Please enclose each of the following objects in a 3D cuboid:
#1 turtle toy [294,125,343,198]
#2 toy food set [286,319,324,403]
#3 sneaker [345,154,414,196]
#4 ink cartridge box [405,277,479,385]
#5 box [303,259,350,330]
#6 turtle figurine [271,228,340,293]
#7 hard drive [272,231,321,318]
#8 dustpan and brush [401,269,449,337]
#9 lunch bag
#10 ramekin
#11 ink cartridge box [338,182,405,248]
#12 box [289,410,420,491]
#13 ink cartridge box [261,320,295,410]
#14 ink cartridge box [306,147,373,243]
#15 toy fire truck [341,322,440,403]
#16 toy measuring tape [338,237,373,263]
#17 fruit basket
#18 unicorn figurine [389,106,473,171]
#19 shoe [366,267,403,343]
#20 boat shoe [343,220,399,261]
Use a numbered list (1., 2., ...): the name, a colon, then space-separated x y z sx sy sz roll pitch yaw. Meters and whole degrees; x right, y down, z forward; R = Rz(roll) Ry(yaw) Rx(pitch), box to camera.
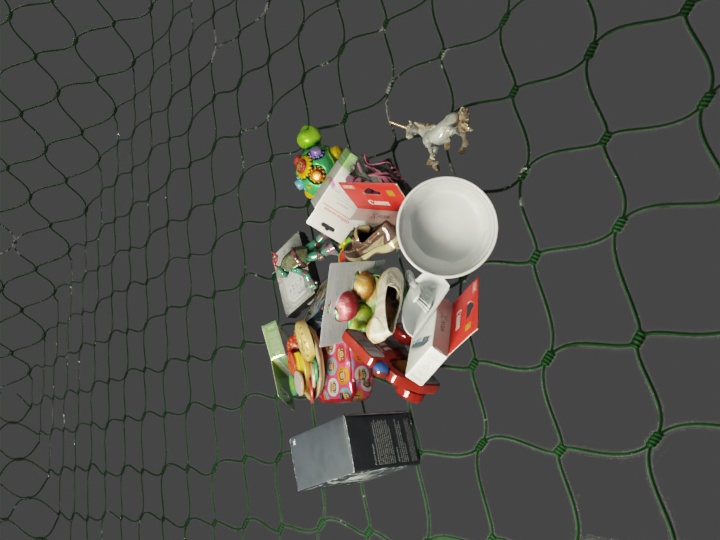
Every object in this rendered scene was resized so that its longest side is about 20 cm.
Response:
1. turtle toy: -0.123 -0.290 1.793 0.145 0.101 0.201 -18 69 46
2. toy food set: -0.136 0.222 1.625 0.200 0.048 0.199 154 107 -66
3. sneaker: 0.066 -0.208 1.534 0.199 0.079 0.096 23 91 14
4. ink cartridge box: 0.165 0.109 1.340 0.176 0.045 0.200 -52 9 28
5. box: -0.078 0.066 1.624 0.137 0.038 0.200 -66 10 -23
6. turtle figurine: -0.149 -0.021 1.740 0.199 0.101 0.150 -34 58 11
7. hard drive: -0.176 0.012 1.846 0.140 0.038 0.201 -39 54 37
8. dustpan and brush: 0.125 0.044 1.450 0.140 0.057 0.200 -56 8 15
9. lunch bag: -0.049 0.221 1.631 0.176 0.082 0.201 -18 71 51
10. ramekin: 0.173 -0.086 1.349 0.199 0.105 0.201 0 94 7
11. ink cartridge box: 0.049 -0.120 1.499 0.199 0.176 0.045 10 59 50
12. box: -0.014 0.393 1.461 0.200 0.196 0.125 -33 59 41
13. ink cartridge box: -0.194 0.248 1.743 0.048 0.146 0.201 -22 61 3
14. ink cartridge box: -0.040 -0.181 1.629 0.200 0.117 0.067 -55 24 11
15. toy fire truck: 0.068 0.195 1.426 0.200 0.167 0.113 44 116 44
16. toy measuring tape: 0.000 0.000 1.628 0.074 0.073 0.200 -51 58 29
17. fruit basket: -0.021 0.069 1.496 0.093 0.199 0.186 16 103 41
18. unicorn figurine: 0.169 -0.298 1.490 0.199 0.074 0.138 -19 58 31
19. shoe: 0.065 0.069 1.436 0.053 0.070 0.201 -31 31 43
20. boat shoe: 0.015 -0.072 1.476 0.072 0.072 0.200 -53 21 -24
